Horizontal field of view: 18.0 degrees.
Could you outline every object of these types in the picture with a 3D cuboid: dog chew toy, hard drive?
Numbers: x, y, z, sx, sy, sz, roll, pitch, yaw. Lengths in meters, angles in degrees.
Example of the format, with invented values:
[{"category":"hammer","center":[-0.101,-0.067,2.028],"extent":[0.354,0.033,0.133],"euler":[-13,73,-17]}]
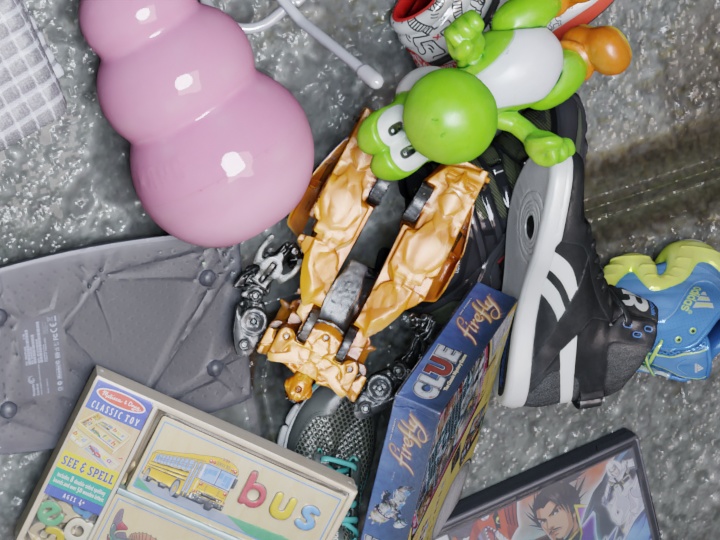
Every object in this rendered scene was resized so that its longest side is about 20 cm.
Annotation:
[{"category":"dog chew toy","center":[-0.115,-0.116,1.487],"extent":[0.124,0.124,0.201],"euler":[-34,107,-12]},{"category":"hard drive","center":[-0.175,0.045,1.541],"extent":[0.199,0.042,0.136],"euler":[-11,108,-22]}]

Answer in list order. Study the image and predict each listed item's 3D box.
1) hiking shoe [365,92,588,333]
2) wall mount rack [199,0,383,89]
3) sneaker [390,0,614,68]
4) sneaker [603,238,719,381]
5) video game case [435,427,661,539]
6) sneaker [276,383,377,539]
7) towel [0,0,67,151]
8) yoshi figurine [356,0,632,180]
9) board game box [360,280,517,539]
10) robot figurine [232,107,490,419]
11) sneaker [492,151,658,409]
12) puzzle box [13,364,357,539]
[{"category":"hiking shoe","center":[0.081,-0.056,1.610],"extent":[0.100,0.076,0.201],"euler":[33,90,-30]},{"category":"wall mount rack","center":[-0.006,-0.216,1.506],"extent":[0.200,0.075,0.174],"euler":[-42,88,-9]},{"category":"sneaker","center":[0.111,-0.209,1.588],"extent":[0.201,0.067,0.108],"euler":[-45,119,-4]},{"category":"sneaker","center":[0.198,0.041,1.664],"extent":[0.199,0.105,0.076],"euler":[-22,134,-18]},{"category":"video game case","center":[0.142,0.239,1.741],"extent":[0.199,0.025,0.182],"euler":[-22,111,-17]},{"category":"sneaker","center":[-0.023,0.176,1.615],"extent":[0.077,0.091,0.201],"euler":[11,99,-26]},{"category":"towel","center":[-0.294,-0.129,1.421],"extent":[0.199,0.086,0.166],"euler":[-32,115,-14]},{"category":"yoshi figurine","center":[0.092,-0.122,1.485],"extent":[0.200,0.112,0.112],"euler":[-35,155,-22]},{"category":"board game box","center":[0.049,0.123,1.575],"extent":[0.136,0.034,0.201],"euler":[-52,161,-47]},{"category":"robot figurine","center":[0.000,0.000,1.554],"extent":[0.144,0.058,0.201],"euler":[28,93,-3]},{"category":"sneaker","center":[0.158,0.003,1.584],"extent":[0.111,0.073,0.201],"euler":[1,120,-15]},{"category":"puzzle box","center":[-0.117,0.163,1.540],"extent":[0.199,0.025,0.134],"euler":[24,100,-14]}]
